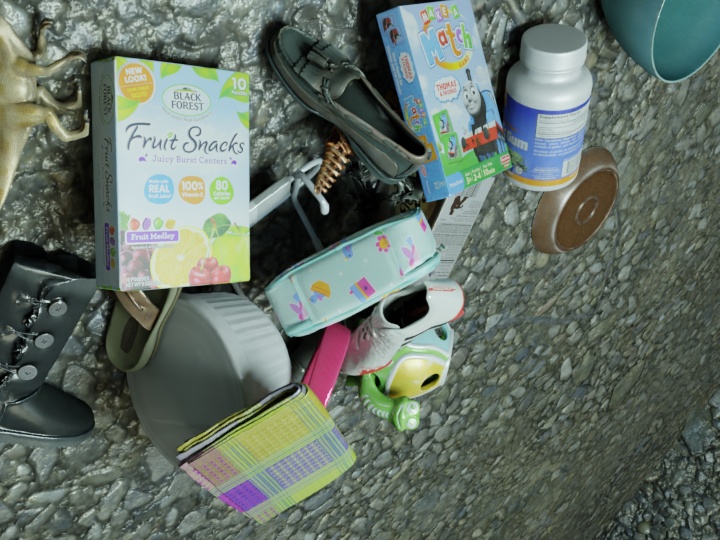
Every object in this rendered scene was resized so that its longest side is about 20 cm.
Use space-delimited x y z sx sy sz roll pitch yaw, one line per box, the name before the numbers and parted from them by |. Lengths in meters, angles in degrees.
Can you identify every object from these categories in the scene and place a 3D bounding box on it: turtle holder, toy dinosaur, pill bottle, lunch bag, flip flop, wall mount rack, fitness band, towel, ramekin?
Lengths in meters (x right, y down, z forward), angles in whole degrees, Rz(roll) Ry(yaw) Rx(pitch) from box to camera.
turtle holder | 0.055 0.110 1.099 0.186 0.131 0.142 -75 178 -72
toy dinosaur | 0.006 -0.132 0.910 0.199 0.102 0.137 -35 110 -26
pill bottle | 0.246 -0.216 1.088 0.112 0.112 0.201 -29 137 -25
lunch bag | 0.000 0.000 0.928 0.199 0.078 0.160 -26 180 8
flip flop | -0.235 0.025 0.838 0.057 0.081 0.201 -18 139 -51
toy dinosaur | -0.283 -0.138 0.686 0.100 0.058 0.202 -4 117 -25
wall mount rack | -0.104 -0.034 0.930 0.200 0.075 0.174 -38 174 -13
fitness band | -0.050 0.131 0.950 0.200 0.037 0.145 -135 -111 -87
towel | -0.087 0.190 0.838 0.143 0.023 0.200 -31 143 -2
ramekin | -0.162 0.117 0.902 0.094 0.202 0.204 -17 133 -50

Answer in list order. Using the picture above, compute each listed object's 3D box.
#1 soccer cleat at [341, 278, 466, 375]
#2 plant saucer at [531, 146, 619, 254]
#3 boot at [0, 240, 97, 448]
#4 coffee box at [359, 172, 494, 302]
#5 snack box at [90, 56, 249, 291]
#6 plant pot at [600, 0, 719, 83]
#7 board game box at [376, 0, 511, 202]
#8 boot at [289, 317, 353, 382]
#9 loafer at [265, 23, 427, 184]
soccer cleat | 0.034 0.065 0.971 0.199 0.069 0.085 -33 151 32
plant saucer | 0.367 -0.108 1.365 0.199 0.034 0.202 -26 136 -28
boot | -0.310 0.078 0.827 0.164 0.065 0.201 12 108 -51
coffee box | 0.071 -0.057 1.046 0.079 0.113 0.201 -1 122 -45
snack box | -0.173 -0.086 0.762 0.141 0.053 0.202 -5 97 -44
plant pot | 0.401 -0.371 1.092 0.199 0.135 0.201 -26 136 -28
board game box | 0.097 -0.193 0.907 0.151 0.036 0.202 -28 104 -49
boot | -0.116 0.127 1.063 0.199 0.073 0.183 -3 121 -36
loafer | -0.007 -0.175 0.826 0.200 0.063 0.072 44 63 -14
